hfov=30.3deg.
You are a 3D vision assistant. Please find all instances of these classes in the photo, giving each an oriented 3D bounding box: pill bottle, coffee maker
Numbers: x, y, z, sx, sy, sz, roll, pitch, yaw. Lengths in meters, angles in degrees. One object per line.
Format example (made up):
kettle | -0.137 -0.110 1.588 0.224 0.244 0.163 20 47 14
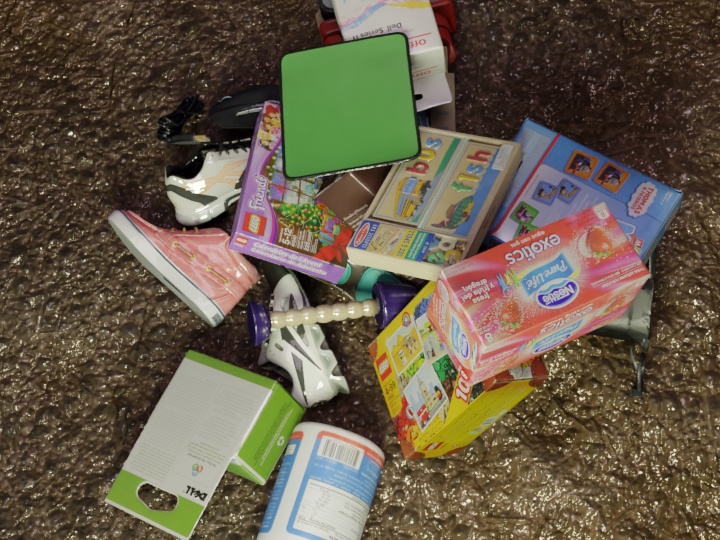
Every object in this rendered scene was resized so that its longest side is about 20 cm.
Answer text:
pill bottle | -0.052 0.280 1.473 0.111 0.112 0.201 14 69 13
coffee maker | 0.235 0.031 1.534 0.198 0.135 0.194 4 68 10

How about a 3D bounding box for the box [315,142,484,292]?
box | 0.052 -0.066 1.563 0.200 0.075 0.100 44 45 -18

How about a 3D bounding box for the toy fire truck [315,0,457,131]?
toy fire truck | 0.049 -0.268 1.711 0.175 0.129 0.201 -16 55 0

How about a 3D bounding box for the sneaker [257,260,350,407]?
sneaker | -0.091 0.073 1.590 0.088 0.074 0.201 -24 66 -5

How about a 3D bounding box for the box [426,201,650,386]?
box | 0.178 0.025 1.354 0.199 0.103 0.095 -22 67 -18

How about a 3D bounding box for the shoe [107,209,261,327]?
shoe | -0.218 -0.026 1.655 0.200 0.072 0.091 41 75 16

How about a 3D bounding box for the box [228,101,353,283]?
box | -0.071 -0.094 1.573 0.136 0.039 0.201 17 55 -13

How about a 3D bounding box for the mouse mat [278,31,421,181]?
mouse mat | -0.015 -0.192 1.536 0.159 0.008 0.201 -9 54 6

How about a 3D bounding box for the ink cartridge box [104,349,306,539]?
ink cartridge box | -0.178 0.208 1.516 0.147 0.076 0.201 15 68 37

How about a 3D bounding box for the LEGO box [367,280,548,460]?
LEGO box | 0.104 0.100 1.482 0.077 0.200 0.150 -2 60 -32

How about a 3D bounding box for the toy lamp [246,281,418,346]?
toy lamp | -0.029 0.048 1.536 0.198 0.058 0.059 -9 64 -14

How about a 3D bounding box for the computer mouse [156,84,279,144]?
computer mouse | -0.161 -0.200 1.683 0.198 0.046 0.141 4 28 18

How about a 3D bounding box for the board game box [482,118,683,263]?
board game box | 0.234 -0.064 1.484 0.199 0.037 0.152 29 73 21

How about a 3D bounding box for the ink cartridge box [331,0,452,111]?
ink cartridge box | 0.035 -0.291 1.630 0.116 0.067 0.201 -16 68 0

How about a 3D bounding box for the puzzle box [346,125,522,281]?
puzzle box | 0.083 -0.076 1.462 0.132 0.026 0.201 11 53 24

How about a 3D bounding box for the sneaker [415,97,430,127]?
sneaker | 0.065 -0.149 1.645 0.199 0.076 0.106 33 118 20

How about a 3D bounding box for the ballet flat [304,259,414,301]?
ballet flat | 0.000 0.000 1.609 0.199 0.067 0.068 31 117 -4

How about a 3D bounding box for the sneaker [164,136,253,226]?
sneaker | -0.156 -0.135 1.677 0.199 0.080 0.074 -32 33 -9
